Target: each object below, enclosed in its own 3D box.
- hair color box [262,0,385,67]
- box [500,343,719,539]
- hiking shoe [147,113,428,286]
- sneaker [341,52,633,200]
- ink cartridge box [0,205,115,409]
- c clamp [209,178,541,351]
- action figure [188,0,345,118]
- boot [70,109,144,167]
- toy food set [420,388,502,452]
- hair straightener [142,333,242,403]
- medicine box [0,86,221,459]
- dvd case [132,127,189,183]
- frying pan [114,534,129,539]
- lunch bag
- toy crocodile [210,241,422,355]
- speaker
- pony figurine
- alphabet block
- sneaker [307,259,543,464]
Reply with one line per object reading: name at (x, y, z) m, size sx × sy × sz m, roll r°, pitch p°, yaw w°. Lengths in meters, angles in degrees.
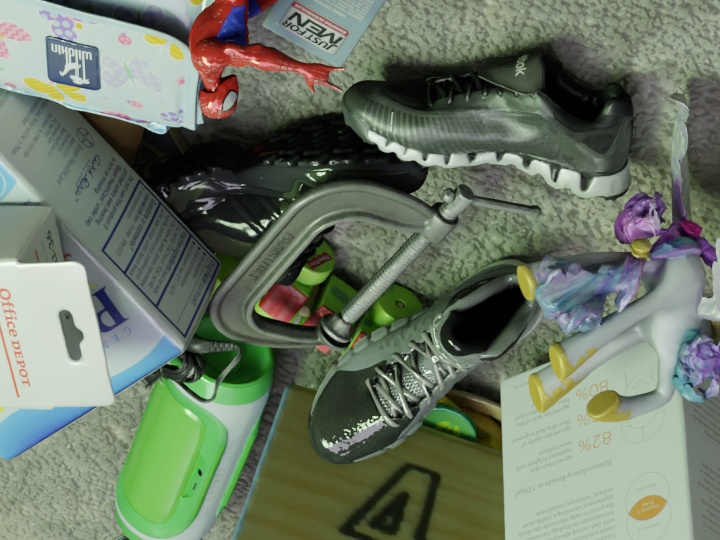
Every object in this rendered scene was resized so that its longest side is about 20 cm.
hair color box at (0.017, -0.231, 1.436) m, size 0.060 × 0.099 × 0.200 m, roll 28°, pitch 131°, yaw -10°
box at (0.189, 0.159, 1.636) m, size 0.152 × 0.201 × 0.106 m, roll -22°, pitch 141°, yaw 31°
hiking shoe at (-0.042, -0.044, 1.618) m, size 0.199 × 0.076 × 0.101 m, roll -6°, pitch 120°, yaw 19°
sneaker at (0.089, -0.110, 1.544) m, size 0.199 × 0.067 × 0.091 m, roll 12°, pitch 129°, yaw 0°
ink cartridge box at (-0.250, 0.023, 1.507) m, size 0.199 × 0.068 × 0.117 m, roll 2°, pitch 124°, yaw 15°
c clamp at (0.000, 0.000, 1.600) m, size 0.170 × 0.027 × 0.200 m, roll 18°, pitch 133°, yaw -39°
action figure at (-0.049, -0.182, 1.386) m, size 0.098 × 0.065 × 0.201 m, roll 9°, pitch 110°, yaw -9°
boot at (-0.236, -0.089, 1.634) m, size 0.174 × 0.066 × 0.201 m, roll 12°, pitch 130°, yaw -2°
toy food set at (0.059, 0.167, 1.793) m, size 0.198 × 0.049 × 0.200 m, roll 41°, pitch 128°, yaw -19°
hair straightener at (-0.148, 0.050, 1.699) m, size 0.200 × 0.041 × 0.077 m, roll 14°, pitch 139°, yaw 45°
medicine box at (-0.231, -0.003, 1.590) m, size 0.182 × 0.103 × 0.200 m, roll -32°, pitch 111°, yaw 30°
dvd case at (-0.207, -0.102, 1.662) m, size 0.148 × 0.016 × 0.200 m, roll -14°, pitch 124°, yaw 25°
frying pan at (-0.196, 0.248, 1.948) m, size 0.189 × 0.031 × 0.115 m, roll 17°, pitch 130°, yaw -3°
lunch bag at (-0.160, -0.192, 1.476) m, size 0.169 × 0.127 × 0.201 m, roll 17°, pitch 115°, yaw 2°
toy crocodile at (-0.017, 0.034, 1.694) m, size 0.199 × 0.062 × 0.068 m, roll 30°, pitch 131°, yaw -11°
speaker at (-0.127, 0.126, 1.786) m, size 0.088 × 0.089 × 0.200 m, roll 21°, pitch 132°, yaw -3°
pony figurine at (0.205, 0.006, 1.524) m, size 0.199 × 0.167 × 0.194 m, roll -19°, pitch 131°, yaw -11°
alphabet block at (-0.001, 0.233, 1.704) m, size 0.199 × 0.197 × 0.196 m, roll 19°, pitch 133°, yaw -1°
sneaker at (0.042, 0.060, 1.614) m, size 0.200 × 0.115 × 0.075 m, roll -40°, pitch 88°, yaw 0°
